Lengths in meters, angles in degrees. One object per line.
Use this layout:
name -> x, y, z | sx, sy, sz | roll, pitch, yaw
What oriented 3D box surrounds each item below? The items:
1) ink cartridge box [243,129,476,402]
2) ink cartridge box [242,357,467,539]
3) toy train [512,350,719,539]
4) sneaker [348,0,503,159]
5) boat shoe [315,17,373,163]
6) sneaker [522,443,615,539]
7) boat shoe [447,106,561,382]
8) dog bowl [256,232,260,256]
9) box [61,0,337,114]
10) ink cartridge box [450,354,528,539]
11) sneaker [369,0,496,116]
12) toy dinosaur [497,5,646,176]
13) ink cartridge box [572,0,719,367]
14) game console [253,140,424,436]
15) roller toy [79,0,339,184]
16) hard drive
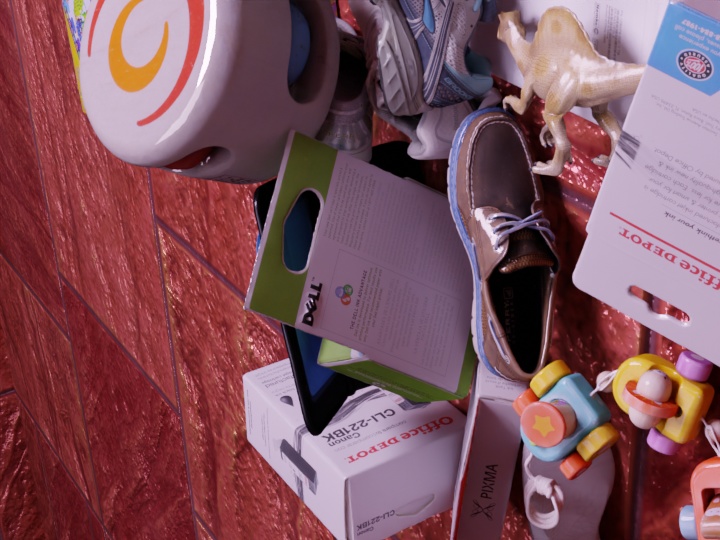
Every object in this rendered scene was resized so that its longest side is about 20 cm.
ink cartridge box -> 0.000, 0.000, 0.936 | 0.076, 0.199, 0.149 | -17, 55, 58
ink cartridge box -> -0.003, 0.155, 1.151 | 0.200, 0.143, 0.084 | 37, 137, 49
toy train -> 0.180, 0.132, 0.819 | 0.199, 0.055, 0.152 | -3, 93, 39
sneaker -> 0.034, -0.166, 0.956 | 0.201, 0.080, 0.075 | 58, 152, 29
boat shoe -> -0.019, -0.161, 1.010 | 0.203, 0.074, 0.065 | -91, 7, -51
sneaker -> 0.156, 0.187, 0.959 | 0.088, 0.074, 0.202 | -140, 39, -73
boat shoe -> 0.113, -0.018, 0.881 | 0.072, 0.072, 0.202 | -152, 51, -75
dog bowl -> -0.050, -0.021, 1.241 | 0.112, 0.049, 0.200 | 63, 153, 19
box -> -0.149, -0.214, 1.144 | 0.192, 0.199, 0.123 | 25, 127, 55
ink cartridge box -> 0.098, 0.172, 0.969 | 0.177, 0.044, 0.201 | -76, -8, -51
sneaker -> 0.049, -0.201, 0.833 | 0.078, 0.085, 0.201 | -81, -17, -46
toy dinosaur -> 0.135, -0.113, 0.760 | 0.200, 0.058, 0.102 | 30, 131, 53
ink cartridge box -> 0.202, -0.053, 0.672 | 0.115, 0.067, 0.201 | 30, 137, 18
game console -> 0.002, 0.008, 1.001 | 0.116, 0.174, 0.202 | -161, 57, -70
roller toy -> -0.113, -0.159, 0.930 | 0.201, 0.139, 0.183 | -54, 53, 23
hard drive -> 0.139, -0.174, 0.807 | 0.200, 0.026, 0.133 | 37, 138, 48
